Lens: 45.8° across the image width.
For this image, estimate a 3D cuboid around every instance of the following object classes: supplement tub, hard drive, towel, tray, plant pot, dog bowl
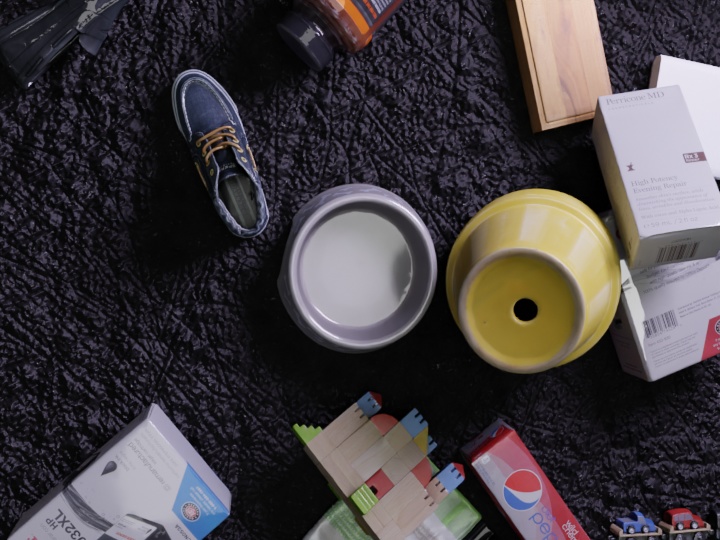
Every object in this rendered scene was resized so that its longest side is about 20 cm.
[{"bbox_3d":[-0.003,-0.320,0.951,0.107,0.107,0.200,43,86,-8],"label":"supplement tub"},{"bbox_3d":[0.451,-0.182,1.067,0.196,0.025,0.134,9,92,-9],"label":"hard drive"},{"bbox_3d":[0.035,0.321,1.033,0.200,0.031,0.149,-44,99,-4],"label":"towel"},{"bbox_3d":[0.237,-0.278,1.025,0.097,0.037,0.203,-14,96,-7],"label":"tray"},{"bbox_3d":[0.183,0.023,0.925,0.197,0.189,0.205,3,103,15],"label":"plant pot"},{"bbox_3d":[0.000,0.000,0.995,0.196,0.059,0.204,0,93,-8],"label":"dog bowl"}]

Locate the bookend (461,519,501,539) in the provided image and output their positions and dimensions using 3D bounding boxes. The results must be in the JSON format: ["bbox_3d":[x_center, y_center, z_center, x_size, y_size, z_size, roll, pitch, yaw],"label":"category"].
[{"bbox_3d":[0.198,0.420,0.977,0.092,0.200,0.199,-42,99,-4],"label":"bookend"}]

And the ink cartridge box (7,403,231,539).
[{"bbox_3d":[-0.266,0.276,0.958,0.199,0.084,0.146,-40,98,-4],"label":"ink cartridge box"}]

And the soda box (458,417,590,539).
[{"bbox_3d":[0.206,0.284,1.039,0.070,0.063,0.201,-36,97,-5],"label":"soda box"}]

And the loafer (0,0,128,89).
[{"bbox_3d":[-0.303,-0.271,0.932,0.199,0.068,0.071,-31,105,0],"label":"loafer"}]

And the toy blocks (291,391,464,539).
[{"bbox_3d":[0.033,0.220,0.990,0.136,0.100,0.201,-38,81,-17],"label":"toy blocks"}]

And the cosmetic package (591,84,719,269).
[{"bbox_3d":[0.332,-0.108,0.960,0.100,0.074,0.203,-8,59,3],"label":"cosmetic package"}]

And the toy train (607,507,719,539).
[{"bbox_3d":[0.410,0.327,1.087,0.196,0.034,0.047,-2,90,-9],"label":"toy train"}]

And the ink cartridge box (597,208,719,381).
[{"bbox_3d":[0.367,0.010,1.036,0.145,0.083,0.203,-20,95,-6],"label":"ink cartridge box"}]

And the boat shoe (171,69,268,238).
[{"bbox_3d":[-0.153,-0.133,0.947,0.070,0.091,0.203,-24,96,-6],"label":"boat shoe"}]
